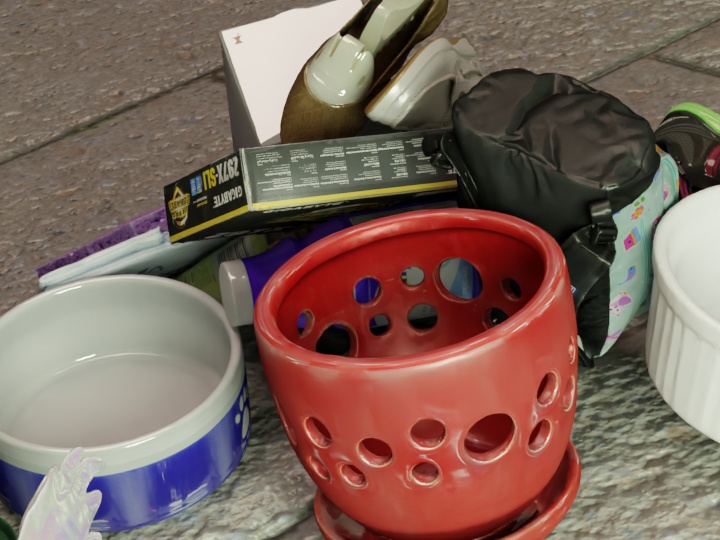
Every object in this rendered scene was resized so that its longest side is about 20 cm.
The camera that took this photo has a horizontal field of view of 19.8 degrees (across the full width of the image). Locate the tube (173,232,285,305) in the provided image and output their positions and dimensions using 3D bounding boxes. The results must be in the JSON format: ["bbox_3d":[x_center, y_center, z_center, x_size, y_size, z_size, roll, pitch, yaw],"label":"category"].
[{"bbox_3d":[-0.141,0.031,1.613,0.200,0.052,0.058,-31,-17,16],"label":"tube"}]

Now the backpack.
[{"bbox_3d":[0.145,-0.031,1.402,0.127,0.200,0.167,-38,50,-22],"label":"backpack"}]

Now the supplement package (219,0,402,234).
[{"bbox_3d":[-0.038,-0.111,1.688,0.121,0.200,0.120,-16,63,-7],"label":"supplement package"}]

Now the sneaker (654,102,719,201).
[{"bbox_3d":[0.297,-0.073,1.662,0.084,0.077,0.200,-39,29,-12],"label":"sneaker"}]

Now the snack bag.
[{"bbox_3d":[-0.166,-0.001,1.636,0.200,0.021,0.189,-21,-10,-15],"label":"snack bag"}]

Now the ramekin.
[{"bbox_3d":[0.282,0.036,1.347,0.200,0.098,0.201,5,37,-4],"label":"ramekin"}]

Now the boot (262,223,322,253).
[{"bbox_3d":[0.011,-0.005,1.572,0.199,0.075,0.107,-6,5,-16],"label":"boot"}]

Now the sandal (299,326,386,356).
[{"bbox_3d":[-0.043,0.037,1.616,0.076,0.043,0.200,-16,20,-28],"label":"sandal"}]

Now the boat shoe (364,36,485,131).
[{"bbox_3d":[0.064,-0.131,1.553,0.071,0.069,0.200,-43,-4,23],"label":"boat shoe"}]

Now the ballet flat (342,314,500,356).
[{"bbox_3d":[0.075,0.066,1.502,0.199,0.067,0.057,-13,-14,-5],"label":"ballet flat"}]

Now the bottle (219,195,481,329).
[{"bbox_3d":[0.000,0.000,1.478,0.199,0.084,0.065,-10,28,-14],"label":"bottle"}]

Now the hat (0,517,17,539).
[{"bbox_3d":[-0.342,0.137,1.381,0.200,0.176,0.166,7,32,34],"label":"hat"}]

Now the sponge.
[{"bbox_3d":[-0.186,-0.030,1.725,0.111,0.030,0.200,-29,6,-33],"label":"sponge"}]

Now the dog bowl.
[{"bbox_3d":[-0.179,0.092,1.472,0.200,0.079,0.200,-4,37,3],"label":"dog bowl"}]

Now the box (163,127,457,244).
[{"bbox_3d":[-0.025,-0.062,1.503,0.200,0.049,0.160,-7,-3,-27],"label":"box"}]

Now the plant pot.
[{"bbox_3d":[0.047,0.083,1.312,0.200,0.183,0.201,-11,27,6],"label":"plant pot"}]

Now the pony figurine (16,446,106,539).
[{"bbox_3d":[-0.163,0.226,1.189,0.200,0.167,0.193,16,43,19],"label":"pony figurine"}]

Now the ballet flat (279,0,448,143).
[{"bbox_3d":[0.006,-0.169,1.563,0.068,0.072,0.200,36,63,11],"label":"ballet flat"}]
